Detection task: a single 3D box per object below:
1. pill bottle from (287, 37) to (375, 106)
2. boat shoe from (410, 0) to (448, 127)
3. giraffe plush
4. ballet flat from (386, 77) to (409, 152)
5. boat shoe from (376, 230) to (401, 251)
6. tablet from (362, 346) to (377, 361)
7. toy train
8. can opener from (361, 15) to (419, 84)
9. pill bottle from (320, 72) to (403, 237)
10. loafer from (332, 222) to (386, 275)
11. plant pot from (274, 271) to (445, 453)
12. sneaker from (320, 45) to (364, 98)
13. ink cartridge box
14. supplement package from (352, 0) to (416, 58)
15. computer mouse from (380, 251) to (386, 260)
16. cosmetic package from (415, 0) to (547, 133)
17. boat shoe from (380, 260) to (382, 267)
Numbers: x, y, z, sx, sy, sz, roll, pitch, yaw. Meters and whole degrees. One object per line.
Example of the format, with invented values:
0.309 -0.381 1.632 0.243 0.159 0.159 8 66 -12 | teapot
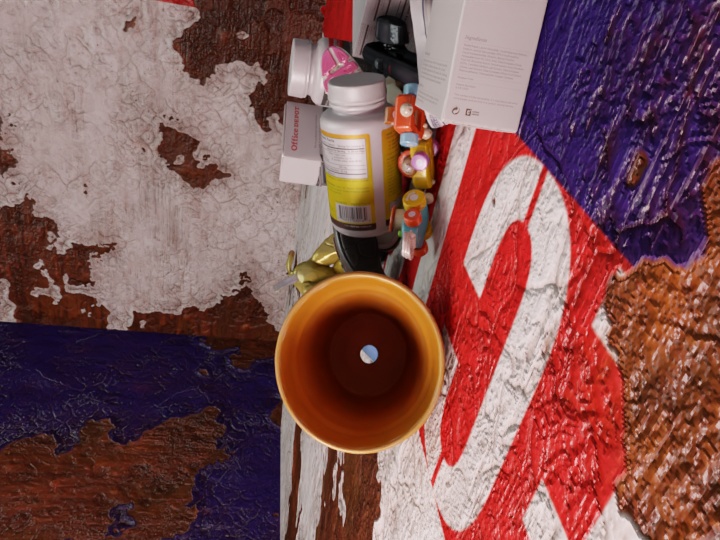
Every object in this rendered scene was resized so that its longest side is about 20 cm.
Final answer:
-0.029 -0.354 1.065 0.114 0.194 0.117 -175 90 -78 | pill bottle
0.100 -0.269 0.693 0.072 0.064 0.205 40 -136 -59 | boat shoe
-0.066 0.044 1.254 0.163 0.195 0.176 60 -160 -55 | giraffe plush
0.059 -0.252 0.881 0.076 0.067 0.203 52 -161 -39 | ballet flat
0.030 -0.135 0.922 0.068 0.073 0.206 41 -135 -77 | boat shoe
0.015 0.080 1.018 0.200 0.013 0.134 -145 58 -65 | tablet
0.054 -0.117 0.734 0.150 0.054 0.206 -4 -82 -69 | toy train
0.058 -0.284 0.805 0.201 0.062 0.080 56 167 45 | can opener
0.002 -0.157 0.805 0.110 0.106 0.205 -105 9 -60 | pill bottle
0.000 0.000 0.897 0.063 0.071 0.204 -39 73 54 | loafer
0.005 0.110 0.756 0.183 0.194 0.206 47 -132 -84 | plant pot
0.004 -0.290 0.994 0.073 0.201 0.088 -30 24 25 | sneaker
-0.064 -0.251 1.199 0.085 0.194 0.148 115 158 -57 | ink cartridge box
0.053 -0.458 0.912 0.156 0.108 0.205 119 153 -65 | supplement package
0.023 -0.060 1.038 0.201 0.051 0.142 114 160 -59 | computer mouse
0.116 -0.246 0.554 0.108 0.083 0.205 -111 28 -65 | cosmetic package
-0.014 0.050 0.992 0.073 0.059 0.205 -113 31 -43 | boat shoe
